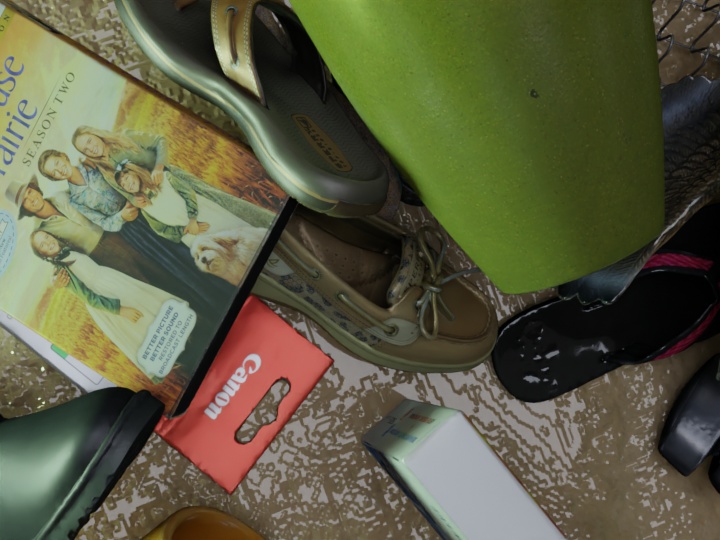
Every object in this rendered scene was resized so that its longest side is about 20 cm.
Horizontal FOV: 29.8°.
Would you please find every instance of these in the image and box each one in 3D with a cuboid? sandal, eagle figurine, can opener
[{"bbox_3d":[0.174,0.024,0.819,0.198,0.045,0.076,-27,97,-5],"label":"sandal"},{"bbox_3d":[0.212,-0.047,0.752,0.150,0.201,0.152,0,44,-39],"label":"eagle figurine"},{"bbox_3d":[-0.052,-0.109,0.707,0.081,0.055,0.200,-15,56,-44],"label":"sandal"},{"bbox_3d":[0.266,0.052,0.820,0.078,0.063,0.201,39,85,-2],"label":"can opener"}]

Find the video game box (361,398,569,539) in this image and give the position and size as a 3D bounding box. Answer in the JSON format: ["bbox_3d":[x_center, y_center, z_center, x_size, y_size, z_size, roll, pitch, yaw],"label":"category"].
[{"bbox_3d":[0.087,0.160,0.739,0.047,0.182,0.201,-40,92,-9],"label":"video game box"}]

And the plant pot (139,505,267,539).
[{"bbox_3d":[-0.106,0.262,0.723,0.183,0.200,0.201,-38,91,10],"label":"plant pot"}]

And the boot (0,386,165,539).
[{"bbox_3d":[-0.213,0.084,0.724,0.168,0.200,0.077,39,42,-4],"label":"boot"}]

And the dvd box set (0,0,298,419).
[{"bbox_3d":[-0.146,-0.035,0.728,0.199,0.029,0.147,32,98,9],"label":"dvd box set"}]

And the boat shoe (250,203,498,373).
[{"bbox_3d":[0.000,0.000,0.776,0.198,0.063,0.074,21,51,-18],"label":"boat shoe"}]

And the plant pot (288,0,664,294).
[{"bbox_3d":[0.078,-0.099,0.688,0.185,0.187,0.202,-25,98,-6],"label":"plant pot"}]

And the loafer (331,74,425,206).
[{"bbox_3d":[0.016,-0.137,0.800,0.072,0.072,0.202,-18,90,-7],"label":"loafer"}]

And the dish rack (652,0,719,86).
[{"bbox_3d":[0.174,-0.138,0.825,0.198,0.055,0.155,18,85,-4],"label":"dish rack"}]

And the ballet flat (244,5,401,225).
[{"bbox_3d":[-0.057,-0.099,0.790,0.201,0.068,0.067,50,40,5],"label":"ballet flat"}]

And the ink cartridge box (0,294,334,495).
[{"bbox_3d":[-0.122,0.031,0.790,0.199,0.050,0.109,39,85,-2],"label":"ink cartridge box"}]
